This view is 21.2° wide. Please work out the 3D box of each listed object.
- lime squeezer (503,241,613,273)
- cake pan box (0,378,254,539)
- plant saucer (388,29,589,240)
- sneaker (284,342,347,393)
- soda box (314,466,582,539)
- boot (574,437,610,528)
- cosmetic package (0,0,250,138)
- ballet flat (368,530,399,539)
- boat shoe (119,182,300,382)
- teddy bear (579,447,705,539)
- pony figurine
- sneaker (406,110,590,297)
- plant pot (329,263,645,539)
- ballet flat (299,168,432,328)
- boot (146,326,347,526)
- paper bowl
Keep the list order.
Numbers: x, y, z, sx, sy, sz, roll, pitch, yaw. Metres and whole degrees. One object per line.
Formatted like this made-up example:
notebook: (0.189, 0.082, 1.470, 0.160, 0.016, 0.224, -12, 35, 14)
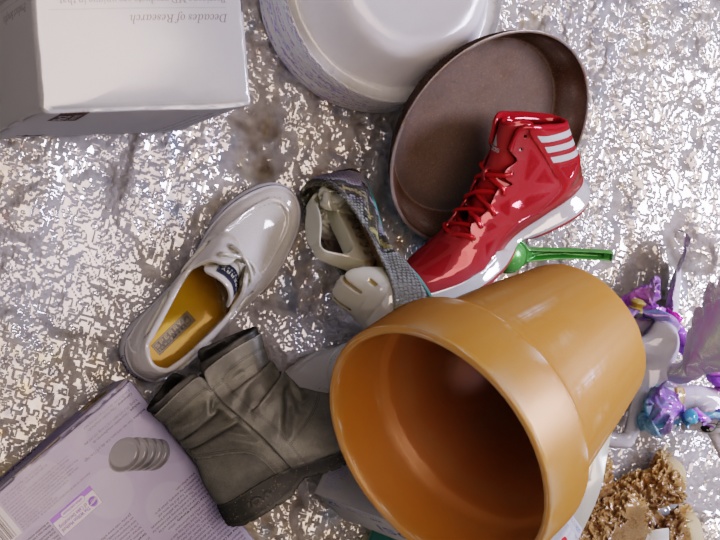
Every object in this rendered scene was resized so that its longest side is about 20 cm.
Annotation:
lime squeezer: (0.121, -0.005, 1.633, 0.200, 0.071, 0.038, -19, 113, -34)
cake pan box: (-0.202, 0.216, 1.494, 0.200, 0.052, 0.184, -43, 101, -20)
plant saucer: (0.101, -0.116, 1.604, 0.200, 0.034, 0.201, -20, 132, -24)
sneaker: (0.007, 0.087, 1.569, 0.200, 0.088, 0.075, -34, 101, -21)
soda box: (0.069, 0.190, 1.523, 0.064, 0.200, 0.068, -64, 151, -16)
boot: (0.130, 0.126, 1.566, 0.144, 0.072, 0.201, 11, 96, -8)
cosmetic package: (-0.193, -0.209, 1.463, 0.165, 0.165, 0.201, -5, 89, -23)
ballet flat: (0.075, 0.177, 1.610, 0.067, 0.067, 0.200, 43, 68, -45)
boat shoe: (-0.111, 0.007, 1.534, 0.071, 0.070, 0.200, 47, 71, -13)
teddy bear: (0.216, 0.229, 1.668, 0.200, 0.067, 0.145, -39, 111, -27)
pony figurine: (0.254, 0.068, 1.653, 0.199, 0.167, 0.194, 4, 101, -14)
sneaker: (0.098, -0.063, 1.577, 0.200, 0.078, 0.116, -37, 129, -27)
plant pot: (0.110, 0.090, 1.425, 0.183, 0.200, 0.201, -34, 100, -40)
ballet flat: (0.000, 0.000, 1.541, 0.072, 0.072, 0.201, -11, 54, -23)
boot: (-0.055, 0.097, 1.492, 0.200, 0.068, 0.131, -31, 98, -8)
paper bowl: (0.024, -0.235, 1.589, 0.200, 0.104, 0.201, 2, 85, -23)
